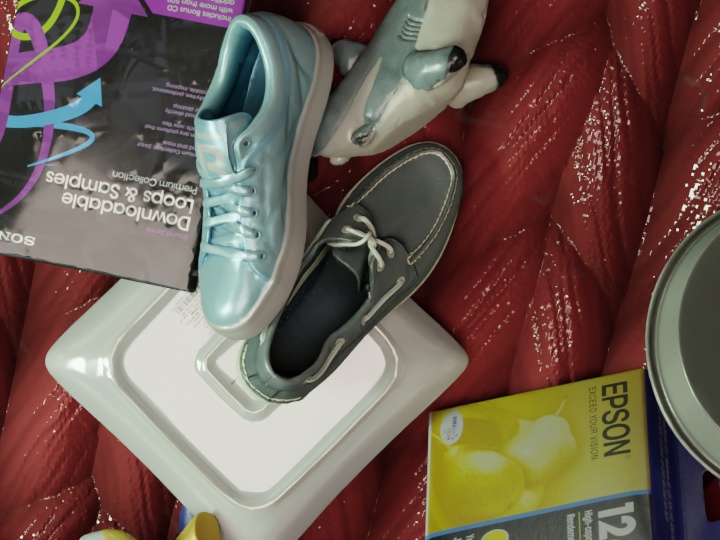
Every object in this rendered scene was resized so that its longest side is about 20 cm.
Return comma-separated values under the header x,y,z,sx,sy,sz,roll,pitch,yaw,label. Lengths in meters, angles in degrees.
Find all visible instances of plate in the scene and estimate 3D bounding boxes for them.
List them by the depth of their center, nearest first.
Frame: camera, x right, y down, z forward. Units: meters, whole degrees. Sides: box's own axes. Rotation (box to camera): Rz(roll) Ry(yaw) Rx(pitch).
x,y,z,sx,sy,sz,roll,pitch,yaw,label
-0.067,0.058,1.703,0.200,0.032,0.200,45,93,0,plate

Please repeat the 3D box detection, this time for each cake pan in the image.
x,y,z,sx,sy,sz,roll,pitch,yaw,label
0.275,0.043,1.628,0.200,0.037,0.200,1,77,-3,cake pan

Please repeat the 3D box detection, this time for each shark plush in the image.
x,y,z,sx,sy,sz,roll,pitch,yaw,label
0.005,-0.115,1.672,0.200,0.091,0.083,-38,74,27,shark plush

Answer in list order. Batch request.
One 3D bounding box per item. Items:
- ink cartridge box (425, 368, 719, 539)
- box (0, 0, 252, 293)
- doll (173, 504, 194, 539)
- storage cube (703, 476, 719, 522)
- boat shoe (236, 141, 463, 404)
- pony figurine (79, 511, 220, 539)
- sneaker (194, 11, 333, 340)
x,y,z,sx,sy,sz,roll,pitch,yaw,label
0.138,0.140,1.642,0.200,0.198,0.047,-15,122,13,ink cartridge box
-0.154,-0.096,1.675,0.143,0.036,0.200,11,92,5,box
-0.087,0.201,1.768,0.136,0.048,0.200,21,107,2,doll
0.252,0.265,1.646,0.171,0.180,0.200,31,108,-23,storage cube
0.000,0.000,1.657,0.073,0.062,0.200,40,79,-2,boat shoe
-0.171,0.258,1.726,0.200,0.166,0.193,-22,66,42,pony figurine
-0.077,-0.061,1.621,0.074,0.082,0.200,2,80,40,sneaker
